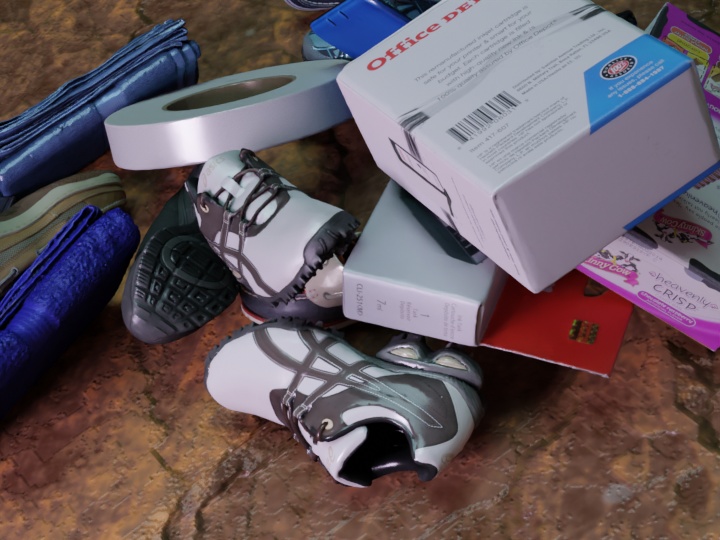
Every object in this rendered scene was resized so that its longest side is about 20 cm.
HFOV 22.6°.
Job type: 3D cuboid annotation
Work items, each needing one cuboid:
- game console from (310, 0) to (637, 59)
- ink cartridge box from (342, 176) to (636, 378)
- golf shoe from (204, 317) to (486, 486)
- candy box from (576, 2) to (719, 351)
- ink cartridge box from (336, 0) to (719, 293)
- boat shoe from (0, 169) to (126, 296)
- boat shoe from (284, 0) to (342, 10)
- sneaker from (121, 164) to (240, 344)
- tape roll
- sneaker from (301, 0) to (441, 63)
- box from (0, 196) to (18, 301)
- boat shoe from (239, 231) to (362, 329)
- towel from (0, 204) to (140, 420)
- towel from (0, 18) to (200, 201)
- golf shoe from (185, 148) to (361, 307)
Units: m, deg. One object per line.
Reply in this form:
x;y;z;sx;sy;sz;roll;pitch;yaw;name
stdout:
0.078;-0.178;1.311;0.170;0.119;0.200;-30;8;-10;game console
0.101;-0.027;1.169;0.173;0.044;0.200;12;42;14;ink cartridge box
-0.022;0.087;1.149;0.200;0.078;0.095;1;45;28;golf shoe
0.215;-0.064;1.175;0.136;0.061;0.200;31;52;-2;candy box
0.099;-0.094;1.100;0.146;0.084;0.200;-34;37;-9;ink cartridge box
-0.245;-0.013;1.377;0.076;0.072;0.200;51;46;7;boat shoe
0.028;-0.256;1.521;0.200;0.071;0.091;-18;36;3;boat shoe
-0.132;0.000;1.306;0.091;0.076;0.200;-43;12;30;sneaker
-0.098;-0.122;1.395;0.202;0.037;0.203;-12;13;3;tape roll
0.042;-0.214;1.449;0.200;0.096;0.079;-11;39;14;sneaker
-0.376;0.017;1.429;0.200;0.046;0.159;-4;43;22;box
0.000;0.000;1.258;0.200;0.063;0.071;-2;46;25;boat shoe
-0.241;0.047;1.267;0.050;0.148;0.200;40;60;0;towel
-0.221;-0.129;1.478;0.200;0.112;0.049;-37;82;-14;towel
-0.069;-0.033;1.184;0.078;0.095;0.200;-46;16;-15;golf shoe
